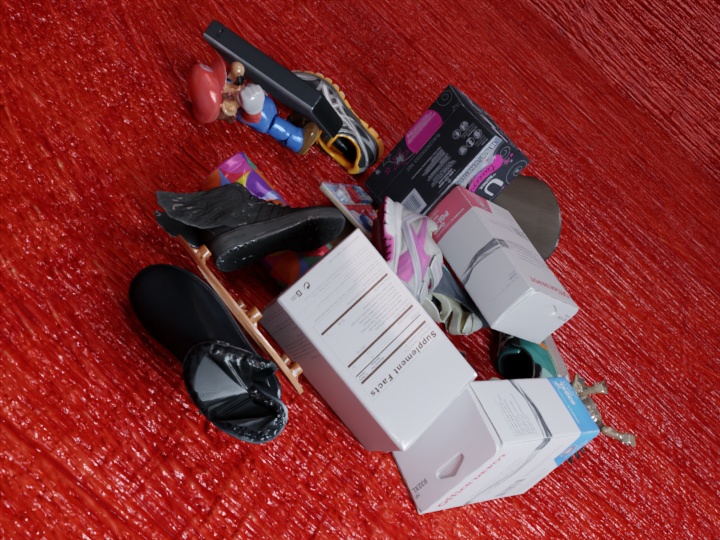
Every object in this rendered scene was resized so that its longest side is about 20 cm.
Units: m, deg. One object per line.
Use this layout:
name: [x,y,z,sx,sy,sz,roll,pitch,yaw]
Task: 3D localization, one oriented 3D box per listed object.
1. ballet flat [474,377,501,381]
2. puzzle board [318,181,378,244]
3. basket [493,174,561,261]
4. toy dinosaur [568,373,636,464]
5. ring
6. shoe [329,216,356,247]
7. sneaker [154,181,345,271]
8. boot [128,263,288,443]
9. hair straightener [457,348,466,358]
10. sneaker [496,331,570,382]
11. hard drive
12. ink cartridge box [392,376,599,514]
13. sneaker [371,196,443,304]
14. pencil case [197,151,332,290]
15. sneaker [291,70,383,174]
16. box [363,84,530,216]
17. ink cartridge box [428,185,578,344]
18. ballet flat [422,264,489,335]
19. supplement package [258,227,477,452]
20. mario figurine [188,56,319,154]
ballet flat: [0.146,0.163,1.087,0.198,0.064,0.068,9,18,-46]
puzzle board: [0.020,-0.068,1.199,0.151,0.017,0.200,47,12,5]
basket: [0.209,-0.105,1.414,0.198,0.137,0.182,13,36,-34]
toy dinosaur: [0.267,0.203,1.137,0.198,0.135,0.087,13,60,-31]
ring: [-0.117,0.041,0.860,0.201,0.019,0.201,50,-9,11]
shoe: [0.000,0.000,1.133,0.069,0.054,0.200,-23,61,-38]
sneaker: [-0.122,-0.063,0.960,0.198,0.060,0.105,-18,57,-28]
boot: [-0.143,0.069,0.791,0.200,0.076,0.168,48,-7,-2]
hair straightener: [0.060,0.114,1.074,0.198,0.041,0.078,23,37,-30]
sneaker: [0.231,0.108,1.242,0.079,0.072,0.201,7,35,-22]
hard drive: [-0.121,-0.273,1.229,0.199,0.033,0.140,36,1,13]
ink cartridge box: [0.157,0.198,0.986,0.198,0.145,0.084,5,47,-45]
sneaker: [0.061,0.007,1.049,0.087,0.081,0.203,8,68,-12]
pencil case: [-0.109,-0.047,1.037,0.200,0.088,0.088,49,32,5]
sneaker: [-0.050,-0.229,1.316,0.199,0.078,0.077,40,40,-4]
box: [0.128,-0.145,1.271,0.114,0.200,0.133,19,30,-49]
ink cartridge box: [0.195,-0.007,1.193,0.146,0.083,0.201,19,33,-49]
ballet flat: [0.127,0.049,1.201,0.199,0.073,0.074,39,28,-38]
supplement package: [0.003,0.079,0.915,0.120,0.121,0.201,-41,94,-21]
mario figurine: [-0.145,-0.239,1.179,0.198,0.123,0.108,21,63,-40]
